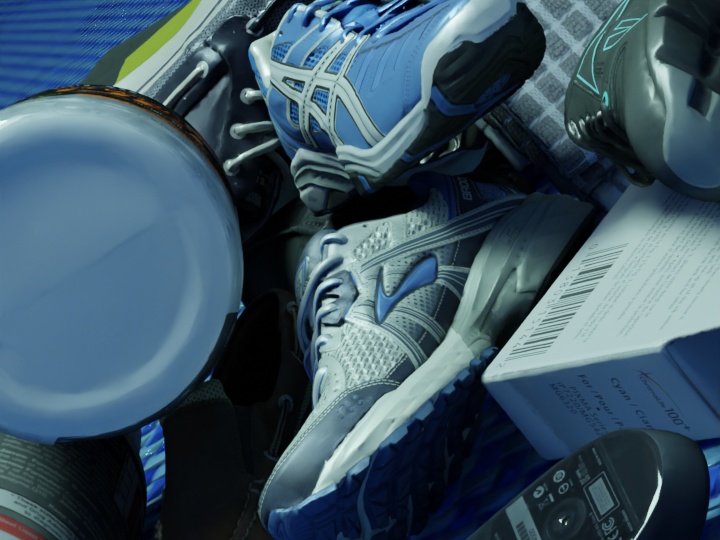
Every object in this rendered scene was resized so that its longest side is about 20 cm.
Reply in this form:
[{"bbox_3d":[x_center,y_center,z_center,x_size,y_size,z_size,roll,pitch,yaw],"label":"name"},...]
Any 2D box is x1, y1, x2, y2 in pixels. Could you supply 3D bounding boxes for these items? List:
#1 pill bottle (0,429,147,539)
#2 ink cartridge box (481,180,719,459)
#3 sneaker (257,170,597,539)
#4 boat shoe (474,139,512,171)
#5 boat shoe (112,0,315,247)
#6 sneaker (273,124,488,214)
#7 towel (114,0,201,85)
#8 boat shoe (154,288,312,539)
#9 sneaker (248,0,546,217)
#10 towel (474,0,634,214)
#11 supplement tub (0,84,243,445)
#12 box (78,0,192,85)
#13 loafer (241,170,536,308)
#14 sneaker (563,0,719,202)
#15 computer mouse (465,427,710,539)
[{"bbox_3d":[-0.148,0.108,0.878,0.116,0.116,0.200,-34,16,16],"label":"pill bottle"},{"bbox_3d":[0.153,-0.028,0.711,0.176,0.045,0.200,-17,28,54],"label":"ink cartridge box"},{"bbox_3d":[0.007,0.029,0.768,0.200,0.085,0.077,-48,-23,-48],"label":"sneaker"},{"bbox_3d":[0.062,-0.083,1.008,0.060,0.074,0.200,-49,16,-31],"label":"boat shoe"},{"bbox_3d":[-0.044,-0.075,0.969,0.200,0.075,0.093,-43,55,20],"label":"boat shoe"},{"bbox_3d":[-0.008,-0.045,1.029,0.200,0.093,0.070,-11,59,37],"label":"sneaker"},{"bbox_3d":[-0.043,-0.157,1.089,0.200,0.018,0.086,-40,13,11],"label":"towel"},{"bbox_3d":[-0.053,0.078,0.821,0.075,0.075,0.202,-30,19,29],"label":"boat shoe"},{"bbox_3d":[0.003,-0.074,0.826,0.076,0.077,0.200,-34,4,-23],"label":"sneaker"},{"bbox_3d":[0.085,-0.143,0.887,0.166,0.200,0.086,-40,-13,-9],"label":"towel"},{"bbox_3d":[-0.106,-0.009,0.835,0.122,0.123,0.200,-39,8,1],"label":"supplement tub"},{"bbox_3d":[-0.071,-0.076,1.184,0.200,0.124,0.149,-25,22,43],"label":"box"},{"bbox_3d":[0.000,0.000,0.925,0.070,0.068,0.200,-38,17,-32],"label":"loafer"},{"bbox_3d":[0.108,-0.054,0.709,0.079,0.075,0.200,-49,4,23],"label":"sneaker"},{"bbox_3d":[0.026,0.118,0.638,0.200,0.034,0.059,-40,32,16],"label":"computer mouse"}]
